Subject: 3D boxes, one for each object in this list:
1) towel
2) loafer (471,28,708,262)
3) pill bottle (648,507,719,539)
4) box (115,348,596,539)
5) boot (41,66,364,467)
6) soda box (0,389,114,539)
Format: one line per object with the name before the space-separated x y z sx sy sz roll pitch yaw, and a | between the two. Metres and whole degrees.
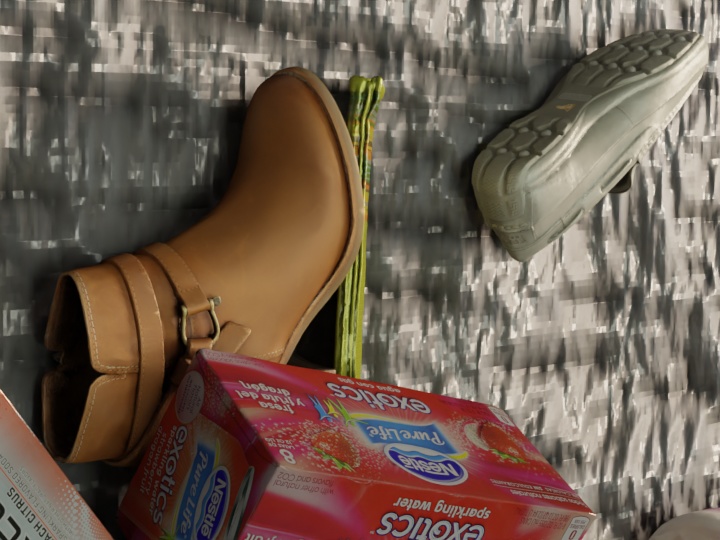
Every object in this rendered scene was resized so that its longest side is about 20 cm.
towel | 0.000 0.000 0.929 0.086 0.018 0.202 -23 116 -84
loafer | 0.143 -0.081 1.067 0.200 0.070 0.070 -38 125 -27
pill bottle | 0.285 0.213 1.204 0.199 0.112 0.113 1 93 -46
box | -0.001 0.117 0.840 0.199 0.096 0.100 14 113 -38
boot | -0.078 -0.001 0.847 0.154 0.073 0.202 0 91 -41
soda box | -0.170 0.104 0.767 0.069 0.063 0.201 -51 126 -31
